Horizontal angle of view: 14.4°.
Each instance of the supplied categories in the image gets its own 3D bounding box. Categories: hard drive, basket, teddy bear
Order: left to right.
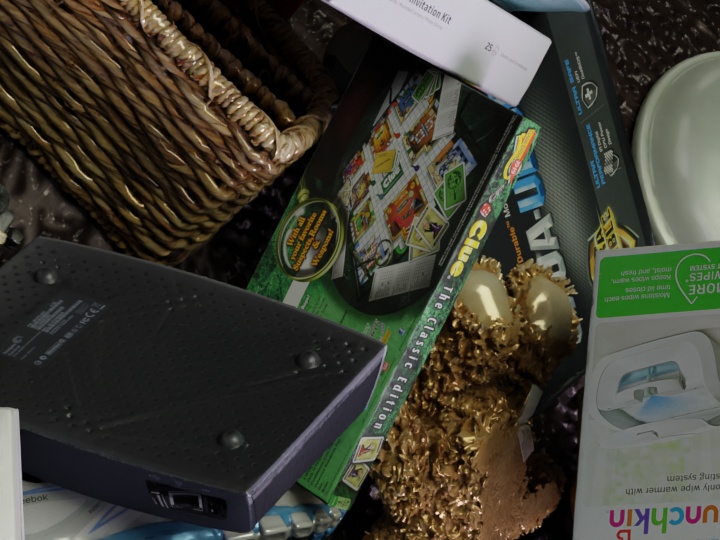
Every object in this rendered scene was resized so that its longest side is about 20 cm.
[{"bbox_3d":[-0.101,0.052,1.303,0.199,0.043,0.135,16,39,27],"label":"hard drive"},{"bbox_3d":[-0.099,-0.127,1.404,0.200,0.149,0.143,45,50,-3],"label":"basket"},{"bbox_3d":[0.047,0.087,1.392,0.145,0.067,0.201,-19,119,-49],"label":"teddy bear"}]

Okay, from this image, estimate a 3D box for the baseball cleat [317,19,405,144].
[{"bbox_3d":[0.050,-0.059,1.529,0.199,0.070,0.107,25,81,-30],"label":"baseball cleat"}]

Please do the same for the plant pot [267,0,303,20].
[{"bbox_3d":[-0.038,-0.293,1.516,0.200,0.176,0.200,38,51,-10],"label":"plant pot"}]

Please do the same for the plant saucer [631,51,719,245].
[{"bbox_3d":[0.250,-0.046,1.654,0.199,0.050,0.201,15,58,-25],"label":"plant saucer"}]

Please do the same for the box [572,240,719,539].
[{"bbox_3d":[0.185,0.104,1.368,0.200,0.096,0.178,40,52,-55],"label":"box"}]

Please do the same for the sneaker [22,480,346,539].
[{"bbox_3d":[-0.097,0.107,1.331,0.199,0.075,0.087,-6,63,-36],"label":"sneaker"}]

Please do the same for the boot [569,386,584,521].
[{"bbox_3d":[0.152,0.124,1.487,0.201,0.070,0.145,-14,102,-68],"label":"boot"}]

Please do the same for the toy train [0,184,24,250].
[{"bbox_3d":[-0.247,-0.064,1.346,0.200,0.034,0.046,35,59,-10],"label":"toy train"}]

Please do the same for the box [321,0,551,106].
[{"bbox_3d":[-0.027,-0.154,1.353,0.200,0.041,0.156,34,6,39],"label":"box"}]

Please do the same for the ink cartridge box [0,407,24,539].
[{"bbox_3d":[-0.214,0.160,1.191,0.144,0.085,0.201,1,65,-12],"label":"ink cartridge box"}]

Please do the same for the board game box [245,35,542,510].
[{"bbox_3d":[0.000,0.000,1.337,0.105,0.201,0.023,32,7,35],"label":"board game box"}]

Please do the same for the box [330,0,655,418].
[{"bbox_3d":[0.075,-0.033,1.462,0.159,0.046,0.201,-37,122,-36],"label":"box"}]

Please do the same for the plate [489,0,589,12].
[{"bbox_3d":[0.019,-0.167,1.370,0.199,0.200,0.026,29,94,-17],"label":"plate"}]
